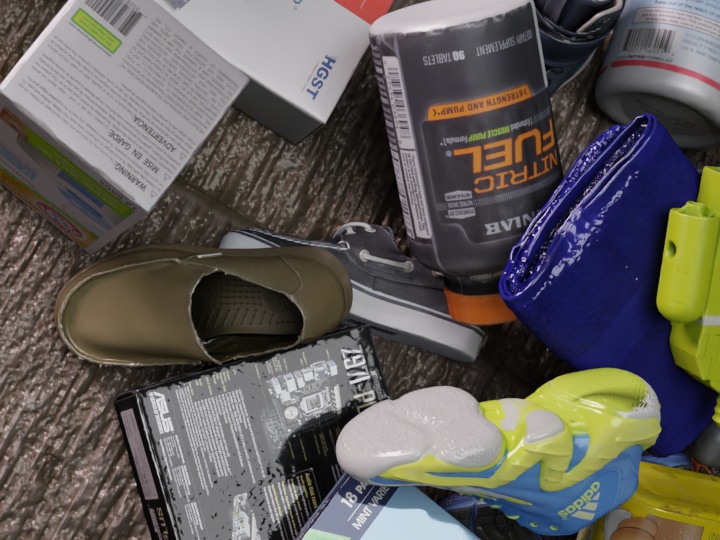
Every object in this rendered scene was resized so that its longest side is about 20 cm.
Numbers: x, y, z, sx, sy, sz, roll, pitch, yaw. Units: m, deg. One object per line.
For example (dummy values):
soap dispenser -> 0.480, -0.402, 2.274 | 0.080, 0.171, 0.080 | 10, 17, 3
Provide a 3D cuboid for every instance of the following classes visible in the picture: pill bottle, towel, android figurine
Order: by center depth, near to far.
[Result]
android figurine -> 0.261, 0.002, 1.089 | 0.181, 0.041, 0.201 | 3, 104, -28
towel -> 0.180, 0.013, 1.102 | 0.148, 0.049, 0.200 | -50, 125, -6
pill bottle -> 0.075, -0.069, 1.111 | 0.106, 0.106, 0.201 | -18, 107, -19
pill bottle -> 0.248, -0.199, 1.264 | 0.108, 0.109, 0.201 | 23, 77, -14

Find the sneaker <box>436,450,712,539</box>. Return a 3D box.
sneaker -> 0.139, 0.159, 1.202 | 0.199, 0.079, 0.076 | -9, 117, -10

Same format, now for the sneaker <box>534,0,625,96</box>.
sneaker -> 0.104, -0.140, 1.185 | 0.077, 0.146, 0.202 | 40, 71, 5

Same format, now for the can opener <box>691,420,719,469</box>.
can opener -> 0.286, 0.142, 1.222 | 0.199, 0.053, 0.067 | 16, 112, -39

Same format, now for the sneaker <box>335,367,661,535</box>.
sneaker -> 0.086, 0.125, 1.056 | 0.198, 0.076, 0.106 | -7, 121, -4

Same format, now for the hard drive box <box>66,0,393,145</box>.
hard drive box -> -0.081, -0.207, 1.175 | 0.199, 0.077, 0.157 | 31, 75, -12

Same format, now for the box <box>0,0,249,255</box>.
box -> -0.161, -0.092, 1.067 | 0.112, 0.200, 0.102 | 39, 73, -11

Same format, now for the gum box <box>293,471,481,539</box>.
gum box -> 0.029, 0.239, 1.060 | 0.200, 0.045, 0.170 | 39, 73, -2

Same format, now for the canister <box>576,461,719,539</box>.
canister -> 0.195, 0.236, 1.153 | 0.148, 0.087, 0.201 | 12, 106, -15

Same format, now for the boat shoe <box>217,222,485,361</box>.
boat shoe -> 0.000, 0.000, 1.174 | 0.199, 0.072, 0.068 | 20, 79, -17

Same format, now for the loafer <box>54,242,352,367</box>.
loafer -> -0.106, 0.022, 1.098 | 0.199, 0.067, 0.077 | -9, 101, 14

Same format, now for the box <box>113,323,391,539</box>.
box -> -0.052, 0.153, 1.127 | 0.163, 0.086, 0.201 | -16, 88, -19
